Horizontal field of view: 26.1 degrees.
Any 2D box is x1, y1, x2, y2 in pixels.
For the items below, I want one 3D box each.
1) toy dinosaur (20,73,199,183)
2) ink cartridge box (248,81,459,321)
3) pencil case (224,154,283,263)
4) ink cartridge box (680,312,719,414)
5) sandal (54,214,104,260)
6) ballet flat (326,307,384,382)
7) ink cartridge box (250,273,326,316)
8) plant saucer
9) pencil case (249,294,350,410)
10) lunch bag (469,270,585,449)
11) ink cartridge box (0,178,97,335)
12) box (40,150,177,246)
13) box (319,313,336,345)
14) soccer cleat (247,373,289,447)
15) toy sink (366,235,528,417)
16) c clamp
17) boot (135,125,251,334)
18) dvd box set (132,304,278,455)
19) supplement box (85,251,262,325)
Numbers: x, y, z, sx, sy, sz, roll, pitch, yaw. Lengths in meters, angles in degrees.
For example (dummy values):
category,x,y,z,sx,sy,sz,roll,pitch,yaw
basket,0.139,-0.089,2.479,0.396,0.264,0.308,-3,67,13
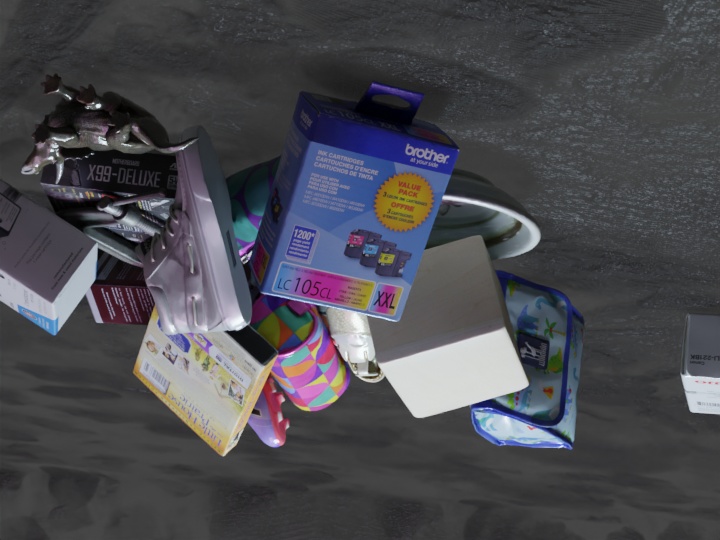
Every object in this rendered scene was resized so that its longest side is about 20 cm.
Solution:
category,x,y,z,sx,sy,sz,roll,pitch,yaw
toy dinosaur,-0.228,-0.132,1.398,0.200,0.077,0.102,-5,172,20
ink cartridge box,-0.004,-0.070,1.345,0.136,0.200,0.076,12,-163,-20
pencil case,-0.072,-0.064,1.488,0.085,0.092,0.200,6,168,-31
ink cartridge box,0.475,0.120,1.910,0.144,0.084,0.200,3,164,16
sandal,-0.325,-0.005,1.799,0.057,0.080,0.201,-26,148,32
ballet flat,0.005,0.080,1.707,0.067,0.062,0.200,-1,163,11
ink cartridge box,0.000,0.000,1.696,0.147,0.083,0.200,-6,160,38
plant saucer,0.078,-0.061,1.519,0.200,0.050,0.200,6,163,2
pencil case,-0.066,0.088,1.710,0.088,0.088,0.200,3,160,12
lunch bag,0.188,0.108,1.834,0.127,0.170,0.200,-2,160,27
ink cartridge box,-0.375,-0.033,1.600,0.200,0.086,0.146,32,162,0
box,-0.236,-0.069,1.615,0.158,0.050,0.200,7,163,1
box,-0.108,0.037,1.843,0.200,0.095,0.103,-5,160,33
soccer cleat,-0.141,0.114,1.743,0.076,0.200,0.067,-23,161,1
toy sink,0.087,0.058,1.582,0.130,0.112,0.200,-16,156,8
c clamp,-0.220,-0.033,1.594,0.171,0.027,0.200,-2,160,27
boot,-0.170,-0.032,1.465,0.096,0.200,0.074,-9,-167,10
dvd box set,-0.170,0.100,1.673,0.146,0.029,0.200,41,143,12
supplement box,-0.195,0.009,1.734,0.200,0.109,0.061,2,128,22
